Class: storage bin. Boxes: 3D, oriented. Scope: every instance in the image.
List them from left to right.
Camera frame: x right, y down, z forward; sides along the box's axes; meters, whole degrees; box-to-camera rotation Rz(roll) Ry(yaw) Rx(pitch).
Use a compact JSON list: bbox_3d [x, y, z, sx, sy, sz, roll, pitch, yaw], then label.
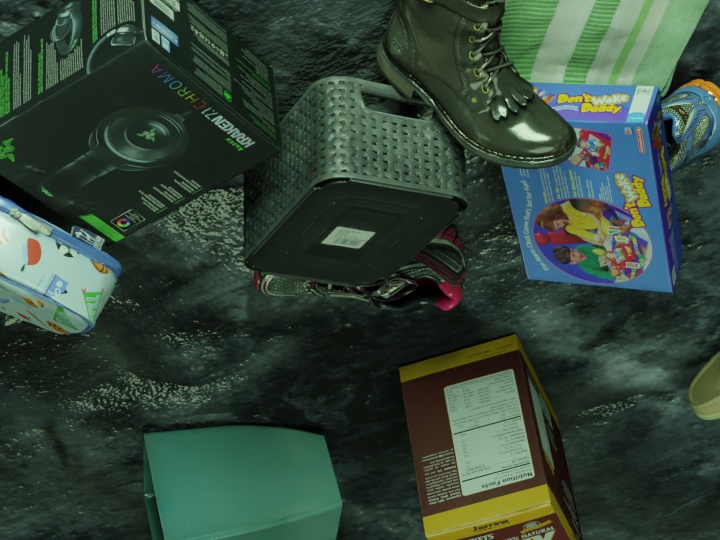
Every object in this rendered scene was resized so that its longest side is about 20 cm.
[{"bbox_3d":[-0.008,-0.069,1.442,0.134,0.094,0.200,8,154,-23],"label":"storage bin"}]

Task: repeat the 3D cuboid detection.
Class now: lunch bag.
[{"bbox_3d":[-0.294,-0.011,1.434,0.160,0.076,0.200,30,165,-21],"label":"lunch bag"}]

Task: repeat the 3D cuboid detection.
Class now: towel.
[{"bbox_3d":[0.177,-0.197,1.399,0.199,0.023,0.153,1,143,-13],"label":"towel"}]

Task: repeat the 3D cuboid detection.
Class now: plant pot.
[{"bbox_3d":[-0.127,0.255,1.871,0.199,0.142,0.142,-8,146,-12],"label":"plant pot"}]

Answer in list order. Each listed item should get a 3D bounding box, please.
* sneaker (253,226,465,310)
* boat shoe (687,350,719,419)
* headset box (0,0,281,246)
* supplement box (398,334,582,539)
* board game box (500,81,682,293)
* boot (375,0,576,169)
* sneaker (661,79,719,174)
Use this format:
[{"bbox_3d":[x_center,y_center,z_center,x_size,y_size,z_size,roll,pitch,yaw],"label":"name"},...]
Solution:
[{"bbox_3d":[0.000,0.000,1.592,0.199,0.075,0.081,-4,145,-5],"label":"sneaker"},{"bbox_3d":[0.408,0.081,1.801,0.065,0.072,0.200,24,128,-30],"label":"boat shoe"},{"bbox_3d":[-0.194,-0.126,1.359,0.199,0.093,0.174,-25,141,23],"label":"headset box"},{"bbox_3d":[0.143,0.215,1.814,0.132,0.201,0.197,-16,144,11],"label":"supplement box"},{"bbox_3d":[0.193,-0.069,1.451,0.134,0.045,0.201,5,139,22],"label":"board game box"},{"bbox_3d":[0.092,-0.179,1.301,0.199,0.069,0.174,33,147,11],"label":"boot"},{"bbox_3d":[0.236,-0.089,1.502,0.078,0.075,0.200,-19,152,-48],"label":"sneaker"}]
